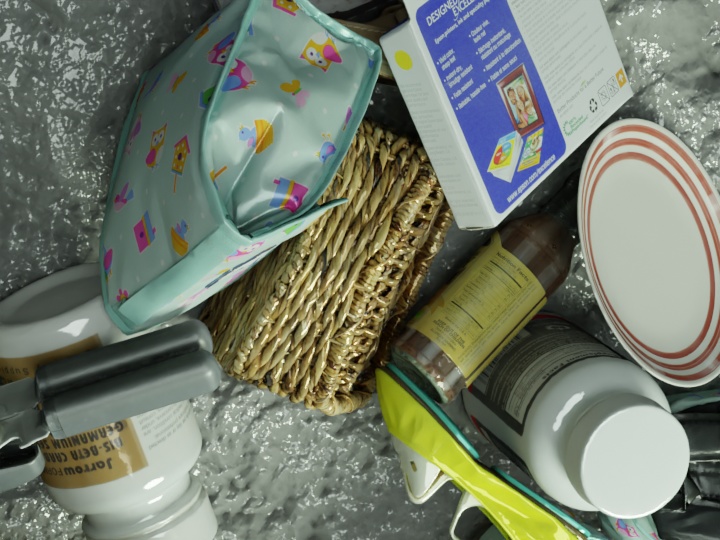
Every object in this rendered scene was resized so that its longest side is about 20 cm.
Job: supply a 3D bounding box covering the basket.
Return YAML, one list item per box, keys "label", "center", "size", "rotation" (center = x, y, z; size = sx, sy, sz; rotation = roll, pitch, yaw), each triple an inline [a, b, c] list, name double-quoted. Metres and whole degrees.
- label: "basket"
  center: [0.000, 0.000, 1.499]
  size: [0.149, 0.143, 0.201]
  rotation: [24, 95, -20]

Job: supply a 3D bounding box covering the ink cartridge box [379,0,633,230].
- label: "ink cartridge box"
  center: [0.095, -0.162, 1.473]
  size: [0.198, 0.047, 0.201]
  rotation: [-41, 115, -40]

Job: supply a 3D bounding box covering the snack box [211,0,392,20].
- label: "snack box"
  center: [-0.008, -0.216, 1.508]
  size: [0.199, 0.024, 0.072]
  rotation: [-25, 110, -10]

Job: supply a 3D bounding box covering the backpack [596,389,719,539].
- label: "backpack"
  center: [0.278, 0.163, 1.628]
  size: [0.199, 0.127, 0.168]
  rotation: [5, 77, -22]

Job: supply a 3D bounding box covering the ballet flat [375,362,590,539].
- label: "ballet flat"
  center: [0.073, 0.152, 1.533]
  size: [0.200, 0.067, 0.067]
  rotation: [41, 87, 0]

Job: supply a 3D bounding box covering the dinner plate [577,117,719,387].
- label: "dinner plate"
  center: [0.214, -0.012, 1.575]
  size: [0.200, 0.024, 0.201]
  rotation: [21, 60, -41]

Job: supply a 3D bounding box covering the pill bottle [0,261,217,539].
- label: "pill bottle"
  center: [-0.172, 0.105, 1.486]
  size: [0.114, 0.114, 0.201]
  rotation: [-23, 108, -11]

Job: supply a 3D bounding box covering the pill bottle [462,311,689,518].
- label: "pill bottle"
  center: [0.155, 0.105, 1.541]
  size: [0.110, 0.200, 0.111]
  rotation: [-4, 105, -17]

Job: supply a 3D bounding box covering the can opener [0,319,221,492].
- label: "can opener"
  center: [-0.186, 0.092, 1.403]
  size: [0.199, 0.053, 0.067]
  rotation: [-17, 140, -3]

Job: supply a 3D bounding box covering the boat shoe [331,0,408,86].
- label: "boat shoe"
  center: [0.037, -0.160, 1.511]
  size: [0.199, 0.071, 0.065]
  rotation: [9, 93, -34]

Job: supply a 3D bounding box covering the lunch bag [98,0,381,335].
- label: "lunch bag"
  center: [-0.088, -0.064, 1.401]
  size: [0.122, 0.170, 0.201]
  rotation: [31, 54, -21]

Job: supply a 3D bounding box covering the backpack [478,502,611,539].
- label: "backpack"
  center: [0.137, 0.282, 1.607]
  size: [0.176, 0.153, 0.200]
  rotation: [44, 80, -19]

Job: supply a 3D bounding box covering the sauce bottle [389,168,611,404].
- label: "sauce bottle"
  center: [0.107, 0.008, 1.570]
  size: [0.200, 0.065, 0.065]
  rotation: [-45, 112, -15]
